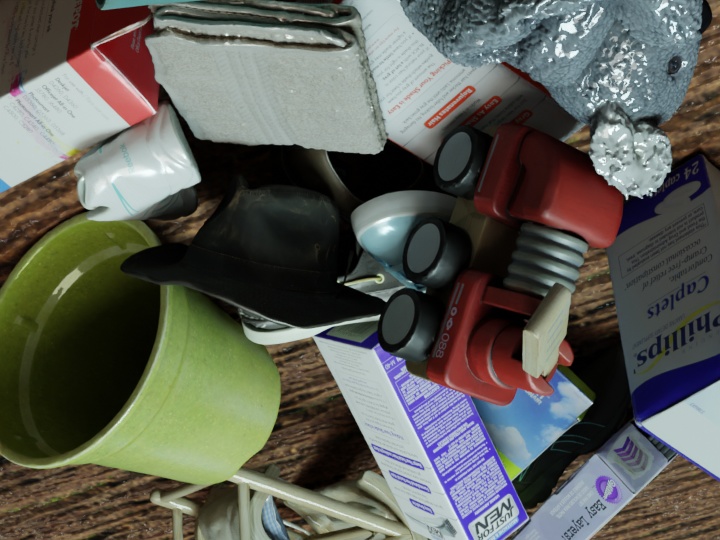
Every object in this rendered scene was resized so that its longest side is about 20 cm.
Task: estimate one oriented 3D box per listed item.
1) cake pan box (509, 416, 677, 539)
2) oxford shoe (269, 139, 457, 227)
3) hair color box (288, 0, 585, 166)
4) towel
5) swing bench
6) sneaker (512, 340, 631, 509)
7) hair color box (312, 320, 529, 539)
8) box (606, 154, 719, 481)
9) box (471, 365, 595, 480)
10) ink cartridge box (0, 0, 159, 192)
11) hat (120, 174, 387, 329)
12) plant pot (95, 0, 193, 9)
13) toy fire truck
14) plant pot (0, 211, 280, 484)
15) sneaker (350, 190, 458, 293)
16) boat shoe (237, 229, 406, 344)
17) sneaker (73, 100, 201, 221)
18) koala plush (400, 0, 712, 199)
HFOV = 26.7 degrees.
[{"bbox_3d":[0.225,0.168,1.296,0.052,0.184,0.200,45,139,12],"label":"cake pan box"},{"bbox_3d":[0.036,-0.050,1.100,0.199,0.073,0.084,22,166,-28],"label":"oxford shoe"},{"bbox_3d":[0.049,-0.137,1.031,0.199,0.062,0.101,30,130,-29],"label":"hair color box"},{"bbox_3d":[-0.054,-0.115,0.940,0.131,0.035,0.200,6,166,9],"label":"towel"},{"bbox_3d":[-0.064,0.245,1.347,0.198,0.131,0.199,3,165,-25],"label":"swing bench"},{"bbox_3d":[0.169,0.130,1.325,0.079,0.076,0.200,32,119,-9],"label":"sneaker"},{"bbox_3d":[0.048,0.126,1.226,0.065,0.109,0.201,-32,108,-22],"label":"hair color box"},{"bbox_3d":[0.285,0.051,1.147,0.105,0.201,0.183,-34,130,32],"label":"box"},{"bbox_3d":[0.106,0.115,1.285,0.122,0.048,0.200,43,131,5],"label":"box"},{"bbox_3d":[-0.193,-0.135,0.981,0.199,0.117,0.067,-23,134,22],"label":"ink cartridge box"},{"bbox_3d":[-0.062,-0.022,1.044,0.199,0.201,0.082,11,99,-15],"label":"hat"},{"bbox_3d":[-0.063,-0.242,0.819,0.160,0.202,0.201,-2,139,-16],"label":"plant pot"},{"bbox_3d":[0.106,-0.001,0.953,0.128,0.177,0.200,22,177,-33],"label":"toy fire truck"},{"bbox_3d":[-0.165,0.081,1.188,0.199,0.202,0.184,-27,144,25],"label":"plant pot"},{"bbox_3d":[0.070,0.010,1.079,0.074,0.082,0.199,-33,141,26],"label":"sneaker"},{"bbox_3d":[0.000,0.000,1.171,0.200,0.072,0.061,-16,124,-1],"label":"boat shoe"},{"bbox_3d":[-0.156,-0.067,1.037,0.080,0.071,0.200,-24,177,-7],"label":"sneaker"},{"bbox_3d":[0.141,-0.157,0.941,0.183,0.178,0.200,-20,141,24],"label":"koala plush"}]
